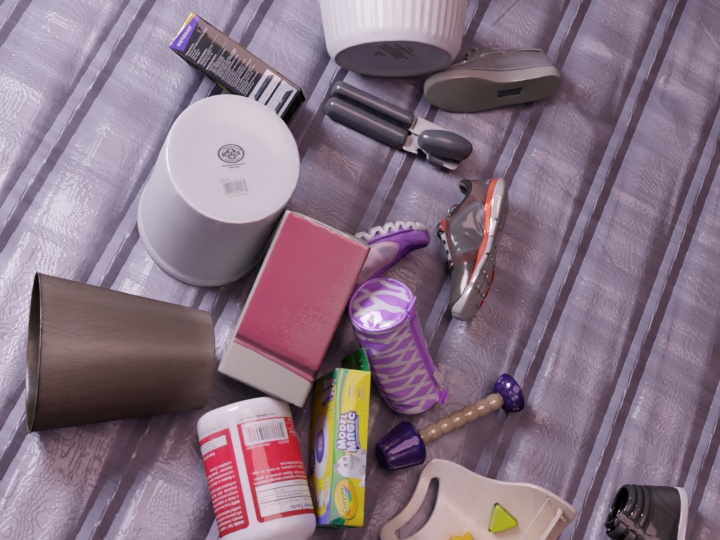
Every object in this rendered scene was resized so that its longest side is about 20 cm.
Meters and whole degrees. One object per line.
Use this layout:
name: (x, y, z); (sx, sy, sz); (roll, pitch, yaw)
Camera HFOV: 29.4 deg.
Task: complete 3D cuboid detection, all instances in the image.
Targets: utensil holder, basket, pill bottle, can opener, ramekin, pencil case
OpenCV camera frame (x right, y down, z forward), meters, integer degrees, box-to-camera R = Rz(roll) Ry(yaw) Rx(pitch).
utensil holder: (-0.167, -0.094, 1.617); (0.168, 0.200, 0.172); (6, 69, -15)
basket: (-0.273, 0.095, 1.559); (0.197, 0.136, 0.183); (3, 72, -20)
pill bottle: (-0.114, 0.254, 1.558); (0.111, 0.112, 0.202); (-9, 74, -19)
can opener: (0.053, -0.194, 1.793); (0.198, 0.067, 0.054); (24, 65, -8)
ramekin: (0.042, -0.317, 1.770); (0.200, 0.202, 0.096); (3, 81, -16)
pencil case: (0.046, 0.094, 1.621); (0.085, 0.201, 0.084); (16, 61, 29)

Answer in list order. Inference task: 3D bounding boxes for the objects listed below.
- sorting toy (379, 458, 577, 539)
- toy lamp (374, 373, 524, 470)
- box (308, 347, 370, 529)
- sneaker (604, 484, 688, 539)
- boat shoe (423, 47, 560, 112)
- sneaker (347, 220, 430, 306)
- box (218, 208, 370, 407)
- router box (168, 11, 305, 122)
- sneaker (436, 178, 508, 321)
sorting toy: (0.123, 0.320, 1.621); (0.179, 0.107, 0.200); (37, 65, 6)
toy lamp: (0.108, 0.188, 1.680); (0.198, 0.058, 0.059); (-25, 80, -23)
box: (-0.025, 0.195, 1.591); (0.048, 0.117, 0.203); (8, 76, -14)
sneaker: (0.346, 0.355, 1.690); (0.098, 0.071, 0.202); (14, 62, -10)
boat shoe: (0.172, -0.266, 1.862); (0.198, 0.070, 0.072); (-7, 56, -19)
sneaker: (0.000, 0.000, 1.707); (0.198, 0.080, 0.089); (-19, 82, -16)
box: (-0.075, 0.040, 1.594); (0.108, 0.128, 0.202); (23, 93, -2)
router box: (-0.146, -0.239, 1.677); (0.156, 0.200, 0.053); (35, 92, -3)
sneaker: (0.134, -0.029, 1.771); (0.081, 0.077, 0.202); (10, 65, 16)
